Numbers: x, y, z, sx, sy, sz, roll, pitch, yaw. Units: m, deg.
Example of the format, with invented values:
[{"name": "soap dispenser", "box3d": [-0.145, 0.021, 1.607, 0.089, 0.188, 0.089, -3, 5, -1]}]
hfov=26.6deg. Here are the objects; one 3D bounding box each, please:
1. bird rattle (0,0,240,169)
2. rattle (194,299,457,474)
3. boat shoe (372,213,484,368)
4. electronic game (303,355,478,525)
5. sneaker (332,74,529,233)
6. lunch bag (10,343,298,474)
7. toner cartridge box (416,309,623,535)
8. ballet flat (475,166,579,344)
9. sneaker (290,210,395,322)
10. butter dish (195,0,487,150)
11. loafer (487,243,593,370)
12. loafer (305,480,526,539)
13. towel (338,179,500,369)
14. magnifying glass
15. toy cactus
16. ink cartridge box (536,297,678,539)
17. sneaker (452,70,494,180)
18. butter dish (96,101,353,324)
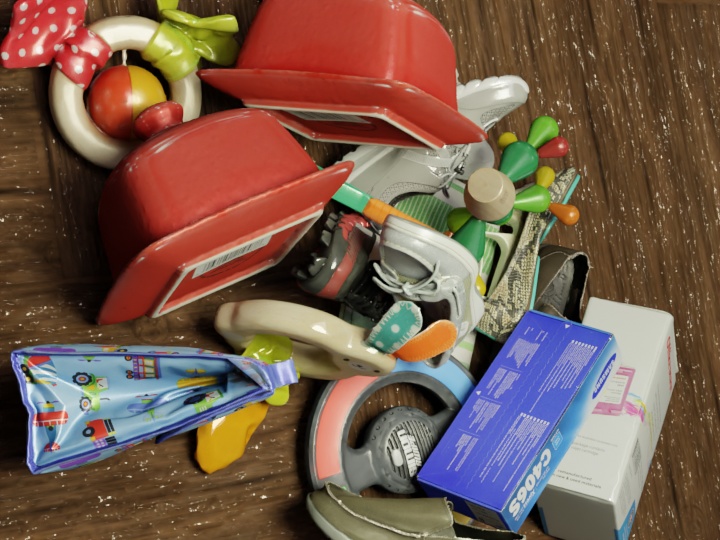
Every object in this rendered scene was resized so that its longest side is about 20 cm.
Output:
[{"name": "bird rattle", "box3d": [-0.199, -0.164, 1.267, 0.200, 0.113, 0.163, -7, 101, -32]}, {"name": "rattle", "box3d": [-0.034, 0.096, 1.254, 0.130, 0.200, 0.143, 73, 33, -47]}, {"name": "boat shoe", "box3d": [0.055, 0.018, 1.263, 0.074, 0.202, 0.065, 21, 72, 20]}, {"name": "electronic game", "box3d": [0.039, 0.161, 1.373, 0.200, 0.042, 0.200, 3, 85, -30]}, {"name": "sneaker", "box3d": [0.072, -0.106, 1.387, 0.082, 0.200, 0.075, 60, 16, 9]}, {"name": "lunch bag", "box3d": [-0.148, 0.090, 1.161, 0.200, 0.151, 0.094, -10, 85, -3]}, {"name": "toner cartridge box", "box3d": [0.144, 0.132, 1.361, 0.200, 0.095, 0.043, -53, 139, -23]}, {"name": "ballet flat", "box3d": [0.149, -0.027, 1.466, 0.075, 0.068, 0.200, 23, 68, -2]}, {"name": "sneaker", "box3d": [0.000, 0.000, 1.302, 0.098, 0.200, 0.071, 38, 98, 3]}, {"name": "butter dish", "box3d": [-0.003, -0.189, 1.275, 0.199, 0.200, 0.148, 18, 81, -63]}, {"name": "loafer", "box3d": [0.177, 0.061, 1.478, 0.073, 0.071, 0.200, 22, 68, -28]}, {"name": "loafer", "box3d": [0.051, 0.217, 1.290, 0.200, 0.075, 0.070, 22, 99, -3]}, {"name": "towel", "box3d": [0.061, -0.001, 1.445, 0.152, 0.023, 0.200, 26, 66, -27]}, {"name": "magnifying glass", "box3d": [-0.011, -0.067, 1.342, 0.200, 0.080, 0.022, 30, 96, 9]}, {"name": "toy cactus", "box3d": [0.123, -0.053, 1.368, 0.102, 0.165, 0.200, 42, 91, 12]}, {"name": "ink cartridge box", "box3d": [0.235, 0.147, 1.450, 0.145, 0.085, 0.200, 69, 40, -57]}, {"name": "sneaker", "box3d": [0.065, -0.163, 1.441, 0.200, 0.080, 0.070, 43, 37, -21]}, {"name": "butter dish", "box3d": [-0.135, -0.066, 1.227, 0.200, 0.199, 0.148, -24, 82, -26]}]
